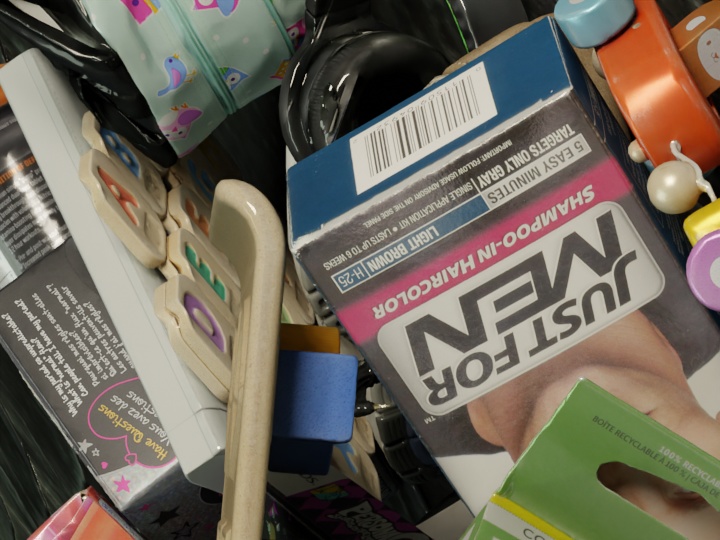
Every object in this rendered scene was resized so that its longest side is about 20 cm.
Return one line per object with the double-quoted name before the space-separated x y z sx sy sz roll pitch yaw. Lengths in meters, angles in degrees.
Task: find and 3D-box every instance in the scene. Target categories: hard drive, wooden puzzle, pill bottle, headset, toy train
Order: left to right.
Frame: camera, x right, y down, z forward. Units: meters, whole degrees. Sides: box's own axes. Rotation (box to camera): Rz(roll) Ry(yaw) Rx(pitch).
"pill bottle" -0.167 -0.017 1.437 0.201 0.106 0.106 57 162 9
"hard drive" -0.074 0.009 1.073 0.132 0.027 0.201 30 -151 -61
"wooden puzzle" -0.028 0.078 0.848 0.185 0.046 0.201 131 139 -84
"headset" 0.010 -0.038 0.944 0.123 0.094 0.201 43 145 42
"toy train" 0.133 0.001 0.756 0.200 0.055 0.150 56 -169 -21

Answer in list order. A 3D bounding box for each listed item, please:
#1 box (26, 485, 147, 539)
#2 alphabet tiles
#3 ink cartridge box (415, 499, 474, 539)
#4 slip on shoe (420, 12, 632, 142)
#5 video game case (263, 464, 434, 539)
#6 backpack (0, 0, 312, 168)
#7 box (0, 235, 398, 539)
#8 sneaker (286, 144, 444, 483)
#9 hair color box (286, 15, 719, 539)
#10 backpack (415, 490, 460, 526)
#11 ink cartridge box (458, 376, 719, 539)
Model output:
"box" -0.123 0.165 1.168 0.103 0.095 0.200 46 173 -1
"alphabet tiles" -0.050 0.006 1.073 0.196 0.015 0.200 50 -165 -24
"ink cartridge box" 0.113 0.144 0.916 0.200 0.117 0.068 43 155 46
"slip on shoe" 0.081 0.004 0.879 0.076 0.061 0.201 9 136 49
"video game case" 0.012 0.186 0.950 0.181 0.036 0.201 29 129 54
"backpack" -0.098 -0.144 1.013 0.200 0.126 0.167 52 -178 26
"box" -0.078 0.067 1.235 0.132 0.115 0.200 52 177 24
"sneaker" 0.000 0.000 1.075 0.087 0.074 0.201 47 158 47
"hair color box" 0.069 0.032 0.808 0.200 0.100 0.061 55 -167 -25
"backpack" 0.030 0.191 1.120 0.154 0.200 0.191 49 154 14
"ink cartridge box" 0.055 0.141 0.792 0.104 0.059 0.200 32 122 -2
